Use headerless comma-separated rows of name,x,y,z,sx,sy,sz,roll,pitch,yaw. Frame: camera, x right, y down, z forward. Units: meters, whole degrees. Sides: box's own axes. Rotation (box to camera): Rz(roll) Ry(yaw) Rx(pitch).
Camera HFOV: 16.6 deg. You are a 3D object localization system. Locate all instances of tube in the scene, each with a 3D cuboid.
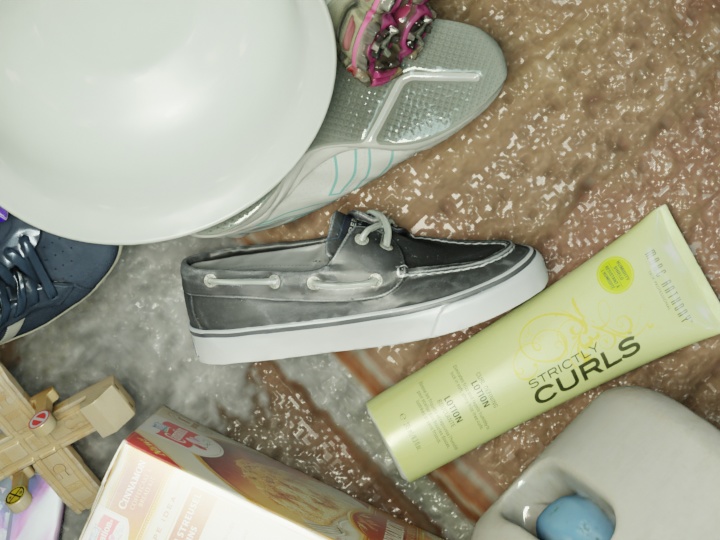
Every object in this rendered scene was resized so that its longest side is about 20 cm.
tube,0.099,0.045,1.347,0.199,0.052,0.058,-29,133,0

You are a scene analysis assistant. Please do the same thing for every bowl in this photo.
bowl,-0.118,-0.119,1.242,0.199,0.091,0.202,-9,129,-11

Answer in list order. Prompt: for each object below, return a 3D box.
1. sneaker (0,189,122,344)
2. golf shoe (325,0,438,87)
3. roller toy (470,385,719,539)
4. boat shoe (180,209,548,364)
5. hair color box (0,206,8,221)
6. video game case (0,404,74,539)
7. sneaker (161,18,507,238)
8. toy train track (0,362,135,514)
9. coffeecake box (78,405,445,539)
sneaker,-0.213,0.024,1.277,0.199,0.085,0.075,-27,110,4
golf shoe,0.013,-0.197,1.235,0.092,0.072,0.201,36,116,24
roller toy,0.153,0.166,1.276,0.182,0.200,0.140,43,80,15
boat shoe,0.000,0.000,1.334,0.198,0.072,0.068,-9,108,11
hair color box,-0.242,-0.118,1.293,0.109,0.065,0.201,-11,64,19
video game case,-0.243,0.166,1.389,0.142,0.019,0.202,9,94,3
sneaker,-0.013,-0.076,1.327,0.199,0.080,0.071,-25,77,9
toy train track,-0.212,0.117,1.339,0.199,0.033,0.115,-28,121,15
coffeecake box,-0.041,0.153,1.308,0.199,0.154,0.073,25,95,1
